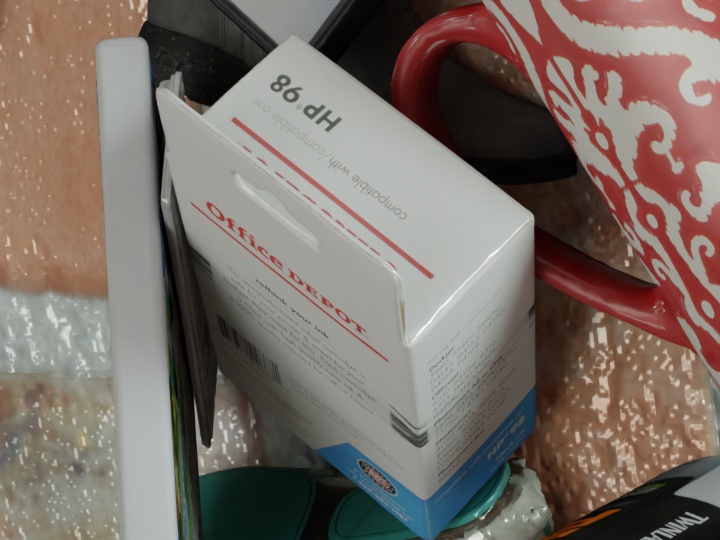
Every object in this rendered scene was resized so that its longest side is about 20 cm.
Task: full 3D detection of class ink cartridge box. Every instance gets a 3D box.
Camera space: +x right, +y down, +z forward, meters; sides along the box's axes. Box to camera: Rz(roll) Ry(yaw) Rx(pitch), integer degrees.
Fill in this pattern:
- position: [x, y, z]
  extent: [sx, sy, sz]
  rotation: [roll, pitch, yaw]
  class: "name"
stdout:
- position: [0.000, 0.000, 0.882]
  extent: [0.116, 0.067, 0.200]
  rotation: [38, 159, 22]
  class: "ink cartridge box"

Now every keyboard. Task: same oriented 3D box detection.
- position: [-0.065, 0.001, 0.966]
  extent: [0.011, 0.200, 0.056]
  rotation: [-4, 61, -1]
  class: "keyboard"

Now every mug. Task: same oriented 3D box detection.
- position: [0.118, -0.055, 0.848]
  extent: [0.200, 0.133, 0.177]
  rotation: [61, 150, 3]
  class: "mug"

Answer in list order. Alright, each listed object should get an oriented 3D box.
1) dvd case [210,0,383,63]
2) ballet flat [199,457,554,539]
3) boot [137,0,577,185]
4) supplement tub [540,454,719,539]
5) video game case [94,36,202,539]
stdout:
- position: [-0.038, -0.180, 0.937]
  extent: [0.200, 0.018, 0.143]
  rotation: [44, 101, 31]
  class: "dvd case"
- position: [-0.004, 0.118, 1.011]
  extent: [0.200, 0.072, 0.072]
  rotation: [-7, 97, 39]
  class: "ballet flat"
- position: [0.001, -0.113, 0.947]
  extent: [0.200, 0.070, 0.132]
  rotation: [20, 104, 24]
  class: "boot"
- position: [0.094, 0.144, 0.855]
  extent: [0.122, 0.200, 0.123]
  rotation: [9, 106, 34]
  class: "supplement tub"
- position: [-0.078, 0.042, 0.948]
  extent: [0.022, 0.182, 0.201]
  rotation: [-4, 66, -2]
  class: "video game case"
